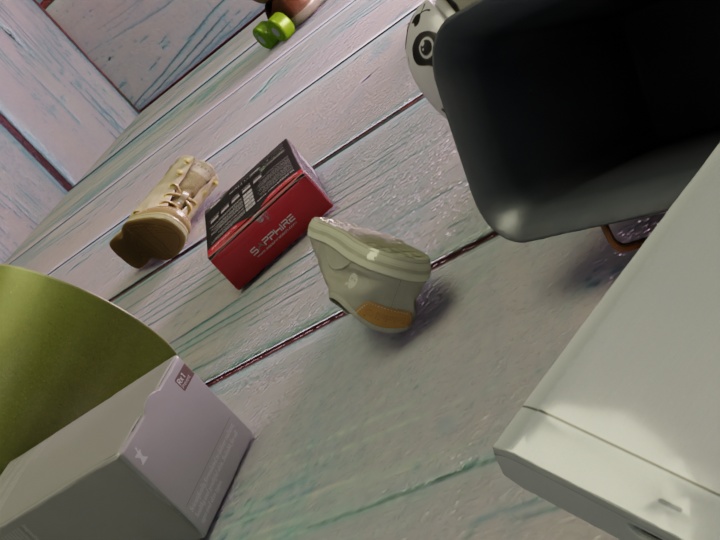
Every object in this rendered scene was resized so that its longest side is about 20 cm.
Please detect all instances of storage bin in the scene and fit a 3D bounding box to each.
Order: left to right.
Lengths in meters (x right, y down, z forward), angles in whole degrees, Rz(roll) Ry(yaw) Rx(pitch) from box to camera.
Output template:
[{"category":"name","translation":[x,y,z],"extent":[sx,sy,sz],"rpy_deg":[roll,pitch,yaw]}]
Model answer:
[{"category":"storage bin","translation":[0.158,-0.093,0.599],"extent":[0.134,0.146,0.200],"rpy_deg":[-20,3,-31]}]

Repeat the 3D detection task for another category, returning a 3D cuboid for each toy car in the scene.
[{"category":"toy car","translation":[-0.179,-0.576,2.366],"extent":[0.164,0.200,0.158],"rpy_deg":[-48,18,-18]}]

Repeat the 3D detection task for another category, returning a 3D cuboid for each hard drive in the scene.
[{"category":"hard drive","translation":[0.154,0.015,0.402],"extent":[0.132,0.027,0.200],"rpy_deg":[23,63,39]}]

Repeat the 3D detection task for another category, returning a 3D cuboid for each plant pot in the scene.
[{"category":"plant pot","translation":[-0.271,0.128,0.964],"extent":[0.187,0.187,0.201],"rpy_deg":[-16,46,56]}]

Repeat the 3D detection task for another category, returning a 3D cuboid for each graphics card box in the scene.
[{"category":"graphics card box","translation":[-0.098,-0.062,1.204],"extent":[0.125,0.051,0.200],"rpy_deg":[-42,18,4]}]

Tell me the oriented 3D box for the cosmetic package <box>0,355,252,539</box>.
[{"category":"cosmetic package","translation":[-0.179,0.154,0.810],"extent":[0.200,0.090,0.107],"rpy_deg":[-28,22,32]}]

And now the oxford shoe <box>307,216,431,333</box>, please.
[{"category":"oxford shoe","translation":[0.000,0.000,0.821],"extent":[0.200,0.075,0.058],"rpy_deg":[-136,58,-75]}]

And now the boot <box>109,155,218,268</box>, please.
[{"category":"boot","translation":[-0.237,-0.085,1.534],"extent":[0.156,0.073,0.200],"rpy_deg":[-54,15,-24]}]

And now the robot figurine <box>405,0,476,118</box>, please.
[{"category":"robot figurine","translation":[0.126,-0.193,0.887],"extent":[0.200,0.125,0.150],"rpy_deg":[-39,-15,10]}]
